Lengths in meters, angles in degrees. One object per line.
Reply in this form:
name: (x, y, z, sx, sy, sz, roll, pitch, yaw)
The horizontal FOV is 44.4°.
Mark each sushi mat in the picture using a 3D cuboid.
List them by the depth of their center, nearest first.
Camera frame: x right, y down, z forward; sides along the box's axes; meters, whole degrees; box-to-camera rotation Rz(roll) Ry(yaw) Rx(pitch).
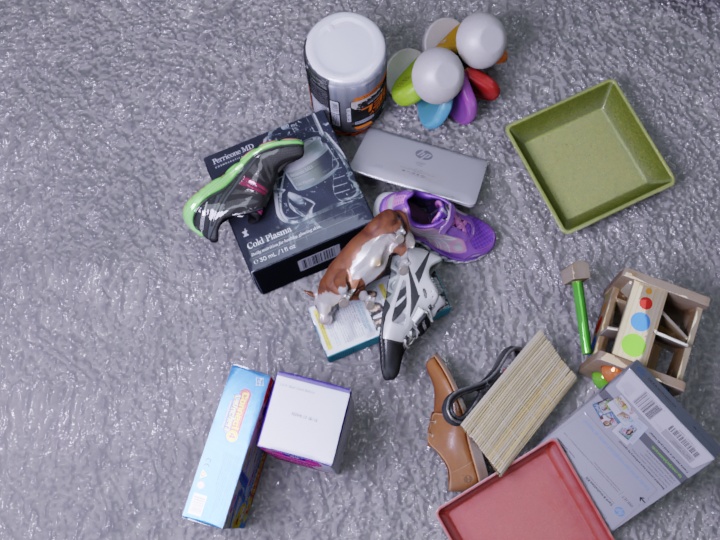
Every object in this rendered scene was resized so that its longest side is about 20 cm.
sushi mat: (0.225, 0.182, 1.232, 0.096, 0.012, 0.200, 50, 63, -8)

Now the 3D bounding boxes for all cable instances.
cable: (0.196, 0.159, 1.246, 0.199, 0.050, 0.098, -6, 77, -37)

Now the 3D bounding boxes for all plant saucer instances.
plant saucer: (0.231, 0.366, 1.219, 0.199, 0.037, 0.200, -29, 87, -8)
plant saucer: (0.354, -0.172, 1.380, 0.199, 0.048, 0.201, -25, 74, -6)

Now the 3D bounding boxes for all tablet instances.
tablet: (0.093, -0.164, 1.367, 0.199, 0.014, 0.130, 18, 42, 6)

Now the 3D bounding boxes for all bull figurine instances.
bull figurine: (0.000, 0.000, 1.236, 0.065, 0.121, 0.200, 34, 98, -29)

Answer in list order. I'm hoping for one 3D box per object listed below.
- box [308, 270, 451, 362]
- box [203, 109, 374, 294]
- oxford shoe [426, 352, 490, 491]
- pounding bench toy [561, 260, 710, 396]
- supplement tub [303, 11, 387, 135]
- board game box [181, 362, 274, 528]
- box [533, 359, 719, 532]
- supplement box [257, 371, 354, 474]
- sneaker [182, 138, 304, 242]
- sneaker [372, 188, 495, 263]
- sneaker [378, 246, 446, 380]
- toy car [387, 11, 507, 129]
box: (0.029, 0.060, 1.318, 0.199, 0.049, 0.083, -21, 74, -5)
box: (-0.103, -0.102, 1.332, 0.199, 0.124, 0.197, -23, 73, -5)
oxford shoe: (0.123, 0.218, 1.263, 0.071, 0.071, 0.201, -16, 75, 2)
pounding bench toy: (0.366, 0.090, 1.264, 0.199, 0.124, 0.157, 21, 76, 7)
supplement tub: (-0.020, -0.290, 1.342, 0.122, 0.200, 0.123, 0, 75, 1)
board game box: (-0.166, 0.244, 1.193, 0.056, 0.196, 0.201, 15, 75, 5)
box: (0.357, 0.242, 1.199, 0.156, 0.041, 0.200, 48, 124, 13)
supplement box: (-0.068, 0.212, 1.199, 0.101, 0.200, 0.104, 13, 76, 6)
sneaker: (-0.155, -0.114, 1.244, 0.200, 0.077, 0.084, -39, 93, -5)
sneaker: (0.121, -0.071, 1.312, 0.199, 0.088, 0.081, 18, 69, -19)
sneaker: (0.075, 0.061, 1.252, 0.088, 0.074, 0.201, 9, 74, 6)
toy car: (0.145, -0.304, 1.382, 0.200, 0.175, 0.150, -40, 113, -10)
